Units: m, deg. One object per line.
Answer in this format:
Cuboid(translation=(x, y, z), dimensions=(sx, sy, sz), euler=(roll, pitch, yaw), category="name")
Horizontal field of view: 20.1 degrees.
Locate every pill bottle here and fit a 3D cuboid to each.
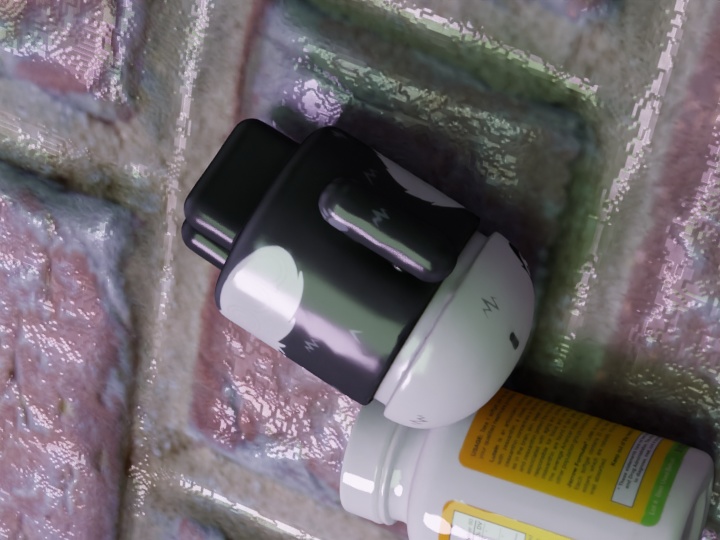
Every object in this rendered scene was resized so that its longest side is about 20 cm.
Cuboid(translation=(0.094, 0.130, 1.172), dimensions=(0.198, 0.111, 0.112), euler=(17, 130, 17), category="pill bottle")

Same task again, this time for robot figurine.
Cuboid(translation=(0.001, -0.001, 1.119), dimensions=(0.199, 0.150, 0.125), euler=(32, 111, 4), category="robot figurine")
